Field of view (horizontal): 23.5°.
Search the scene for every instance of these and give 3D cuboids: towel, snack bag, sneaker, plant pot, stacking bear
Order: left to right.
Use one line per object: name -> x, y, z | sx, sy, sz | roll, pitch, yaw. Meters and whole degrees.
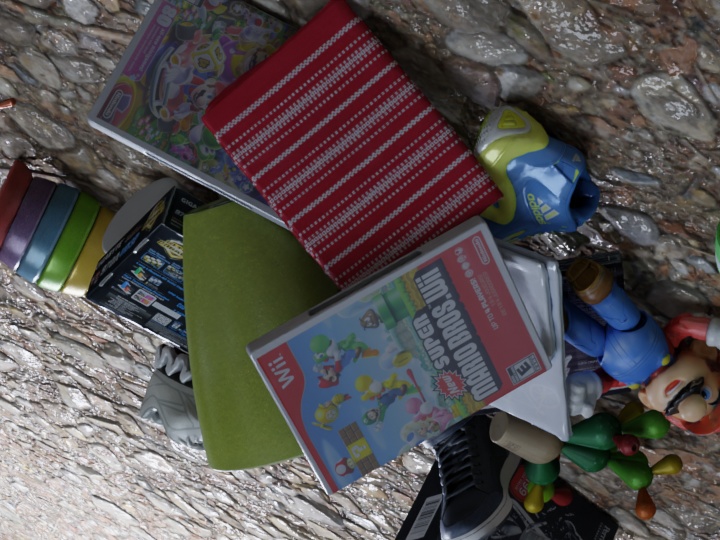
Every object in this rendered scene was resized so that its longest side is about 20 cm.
stacking bear -> -0.281, -0.021, 1.758 | 0.200, 0.122, 0.114 | 25, 161, -12
sneaker -> -0.133, 0.137, 1.618 | 0.200, 0.081, 0.075 | 22, 171, 46
plant pot -> -0.068, 0.034, 1.402 | 0.187, 0.187, 0.200 | -10, 102, 51
towel -> -0.009, -0.089, 1.306 | 0.200, 0.145, 0.022 | 51, -172, 4
sneaker -> 0.082, 0.169, 1.639 | 0.077, 0.202, 0.146 | -31, 102, 19
snack bag -> 0.083, 0.039, 1.398 | 0.188, 0.021, 0.200 | 21, 140, 31
sneaker -> 0.125, -0.042, 1.361 | 0.105, 0.076, 0.200 | 25, 151, 8

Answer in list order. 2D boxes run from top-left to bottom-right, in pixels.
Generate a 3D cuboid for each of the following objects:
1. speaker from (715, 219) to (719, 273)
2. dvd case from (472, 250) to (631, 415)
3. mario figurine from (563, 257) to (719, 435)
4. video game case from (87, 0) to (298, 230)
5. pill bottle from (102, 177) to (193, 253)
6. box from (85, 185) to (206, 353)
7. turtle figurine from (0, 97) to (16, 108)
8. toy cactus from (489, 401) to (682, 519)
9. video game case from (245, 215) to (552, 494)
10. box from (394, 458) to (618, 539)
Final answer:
speaker -> 0.320, 0.031, 1.284 | 0.088, 0.088, 0.200 | 10, 146, 33
dvd case -> 0.155, 0.057, 1.485 | 0.149, 0.016, 0.200 | -9, 142, 5
mario figurine -> 0.237, 0.077, 1.401 | 0.200, 0.106, 0.123 | 33, 151, -24
video game case -> -0.091, -0.131, 1.350 | 0.200, 0.143, 0.018 | 28, 169, 4
pill bottle -> -0.145, 0.011, 1.664 | 0.114, 0.114, 0.200 | -7, 136, 49
box -> -0.123, 0.023, 1.542 | 0.200, 0.046, 0.159 | 30, 142, -18
turtle figurine -> -0.394, -0.216, 1.580 | 0.200, 0.064, 0.161 | 17, 143, 41
toy cactus -> 0.193, 0.174, 1.604 | 0.165, 0.102, 0.200 | 19, 156, -24
video game case -> 0.032, 0.065, 1.301 | 0.143, 0.200, 0.017 | 63, 175, -27
box -> 0.137, 0.300, 1.781 | 0.182, 0.200, 0.104 | 37, 151, -15
